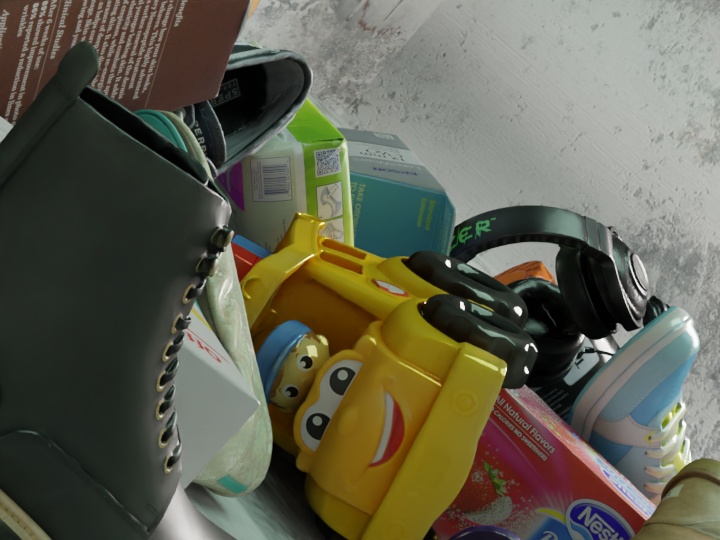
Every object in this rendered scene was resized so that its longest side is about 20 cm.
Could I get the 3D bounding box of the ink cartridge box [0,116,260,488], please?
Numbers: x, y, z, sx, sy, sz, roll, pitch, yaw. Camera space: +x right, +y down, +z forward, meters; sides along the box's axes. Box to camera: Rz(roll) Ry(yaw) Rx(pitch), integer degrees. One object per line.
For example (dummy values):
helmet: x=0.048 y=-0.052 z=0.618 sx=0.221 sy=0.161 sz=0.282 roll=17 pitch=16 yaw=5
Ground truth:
ink cartridge box: x=-0.114 y=0.019 z=0.754 sx=0.117 sy=0.067 sz=0.200 roll=39 pitch=7 yaw=-34

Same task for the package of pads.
package of pads: x=-0.059 y=-0.033 z=1.159 sx=0.200 sy=0.068 sz=0.155 roll=-127 pitch=-150 yaw=-63

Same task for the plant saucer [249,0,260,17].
plant saucer: x=-0.132 y=-0.145 z=1.202 sx=0.037 sy=0.200 sz=0.200 roll=51 pitch=2 yaw=-22

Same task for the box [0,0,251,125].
box: x=-0.144 y=-0.115 z=0.890 sx=0.200 sy=0.100 sz=0.075 roll=-20 pitch=54 yaw=-43

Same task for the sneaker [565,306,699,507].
sneaker: x=0.187 y=0.119 z=1.189 sx=0.131 sy=0.080 sz=0.200 roll=43 pitch=-39 yaw=18

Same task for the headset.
headset: x=0.130 y=0.015 z=1.236 sx=0.200 sy=0.123 sz=0.094 roll=30 pitch=41 yaw=-29

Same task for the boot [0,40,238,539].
boot: x=-0.063 y=0.038 z=0.615 sx=0.200 sy=0.138 sz=0.077 roll=39 pitch=6 yaw=-37

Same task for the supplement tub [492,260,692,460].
supplement tub: x=0.137 y=0.101 z=1.347 sx=0.200 sy=0.122 sz=0.123 roll=57 pitch=4 yaw=-10

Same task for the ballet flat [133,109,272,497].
ballet flat: x=-0.082 y=0.016 z=0.887 sx=0.062 sy=0.067 sz=0.200 roll=51 pitch=21 yaw=-51

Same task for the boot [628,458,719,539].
boot: x=0.180 y=0.201 z=0.983 sx=0.175 sy=0.066 sz=0.200 roll=38 pitch=39 yaw=12

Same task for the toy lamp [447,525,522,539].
toy lamp: x=0.052 y=0.156 z=0.931 sx=0.058 sy=0.058 sz=0.200 roll=43 pitch=8 yaw=10

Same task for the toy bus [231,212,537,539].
toy bus: x=-0.023 y=0.040 z=0.979 sx=0.192 sy=0.136 sz=0.200 roll=29 pitch=10 yaw=-5

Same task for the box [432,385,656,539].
box: x=0.122 y=0.162 z=1.122 sx=0.200 sy=0.100 sz=0.095 roll=44 pitch=6 yaw=5

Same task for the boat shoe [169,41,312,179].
boat shoe: x=-0.099 y=-0.066 z=0.989 sx=0.068 sy=0.200 sz=0.072 roll=3 pitch=-66 yaw=39

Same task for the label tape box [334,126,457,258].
label tape box: x=0.000 y=0.000 z=1.230 sx=0.066 sy=0.143 sz=0.200 roll=8 pitch=15 yaw=-11
